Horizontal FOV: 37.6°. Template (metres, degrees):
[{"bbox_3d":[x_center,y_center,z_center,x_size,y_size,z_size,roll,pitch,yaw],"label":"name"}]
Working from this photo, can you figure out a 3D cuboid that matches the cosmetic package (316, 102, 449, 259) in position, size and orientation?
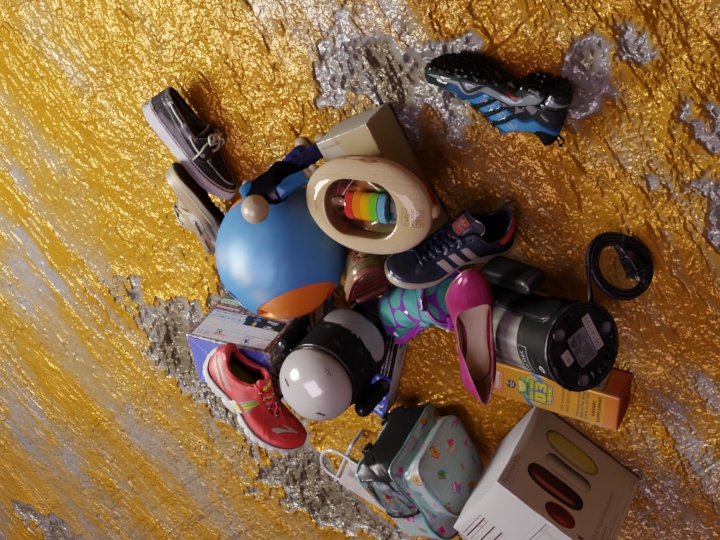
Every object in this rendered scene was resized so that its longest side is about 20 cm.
[{"bbox_3d":[0.033,-0.125,1.515,0.104,0.071,0.202,-16,112,40],"label":"cosmetic package"}]

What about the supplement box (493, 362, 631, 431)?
[{"bbox_3d":[0.294,0.168,1.563,0.198,0.069,0.067,15,127,26],"label":"supplement box"}]

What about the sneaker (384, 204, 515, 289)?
[{"bbox_3d":[0.124,-0.041,1.442,0.075,0.198,0.085,58,158,30],"label":"sneaker"}]

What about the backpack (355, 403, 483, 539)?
[{"bbox_3d":[0.113,0.338,1.731,0.152,0.176,0.201,-6,125,38],"label":"backpack"}]

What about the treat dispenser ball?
[{"bbox_3d":[-0.120,-0.029,1.595,0.198,0.201,0.203,17,130,22],"label":"treat dispenser ball"}]

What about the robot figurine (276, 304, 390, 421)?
[{"bbox_3d":[-0.039,0.140,1.605,0.148,0.200,0.126,6,124,31],"label":"robot figurine"}]

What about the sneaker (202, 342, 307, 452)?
[{"bbox_3d":[-0.152,0.191,1.588,0.200,0.077,0.085,44,130,-5],"label":"sneaker"}]

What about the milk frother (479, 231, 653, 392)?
[{"bbox_3d":[0.278,0.044,1.448,0.188,0.198,0.183,18,126,64],"label":"milk frother"}]

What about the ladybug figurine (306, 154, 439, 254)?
[{"bbox_3d":[0.021,-0.094,1.438,0.197,0.072,0.138,14,118,27],"label":"ladybug figurine"}]

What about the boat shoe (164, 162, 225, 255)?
[{"bbox_3d":[-0.264,-0.092,1.685,0.064,0.073,0.201,-26,142,5],"label":"boat shoe"}]

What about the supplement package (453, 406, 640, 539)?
[{"bbox_3d":[0.286,0.355,1.617,0.199,0.192,0.148,36,134,4],"label":"supplement package"}]

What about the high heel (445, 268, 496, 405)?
[{"bbox_3d":[0.155,0.089,1.412,0.066,0.097,0.202,-11,139,-10],"label":"high heel"}]

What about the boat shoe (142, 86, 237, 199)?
[{"bbox_3d":[-0.249,-0.199,1.647,0.068,0.074,0.200,-30,110,23],"label":"boat shoe"}]

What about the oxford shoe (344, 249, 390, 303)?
[{"bbox_3d":[0.000,0.000,1.516,0.200,0.070,0.076,85,161,-82],"label":"oxford shoe"}]

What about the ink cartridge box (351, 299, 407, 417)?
[{"bbox_3d":[0.022,0.142,1.736,0.093,0.044,0.202,24,132,18],"label":"ink cartridge box"}]

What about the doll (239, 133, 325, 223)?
[{"bbox_3d":[-0.109,-0.132,1.512,0.135,0.200,0.049,-7,119,36],"label":"doll"}]

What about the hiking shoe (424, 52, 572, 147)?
[{"bbox_3d":[0.170,-0.216,1.356,0.198,0.074,0.088,20,130,19],"label":"hiking shoe"}]

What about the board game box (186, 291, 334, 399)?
[{"bbox_3d":[-0.155,0.097,1.710,0.157,0.200,0.098,10,128,27],"label":"board game box"}]

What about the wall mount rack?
[{"bbox_3d":[0.018,0.382,1.901,0.198,0.075,0.175,31,130,10],"label":"wall mount rack"}]

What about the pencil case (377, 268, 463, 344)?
[{"bbox_3d":[0.092,0.052,1.549,0.200,0.084,0.094,153,114,-70],"label":"pencil case"}]
